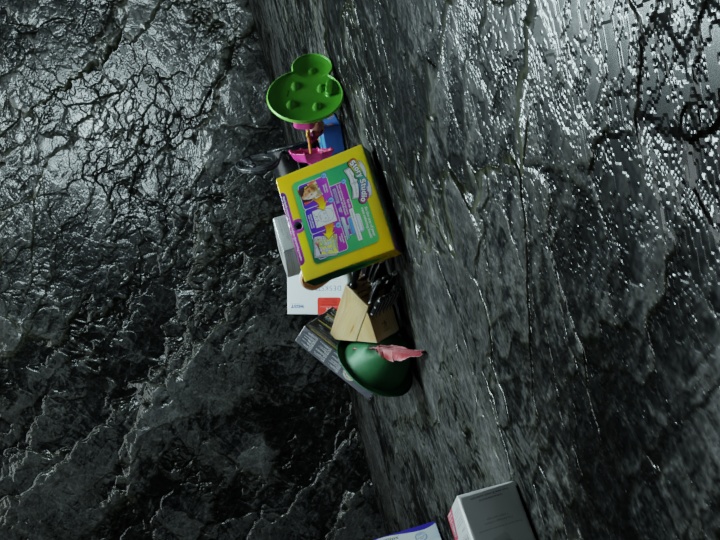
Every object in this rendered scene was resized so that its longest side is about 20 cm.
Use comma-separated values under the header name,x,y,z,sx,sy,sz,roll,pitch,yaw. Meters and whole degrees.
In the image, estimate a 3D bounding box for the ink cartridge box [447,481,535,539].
name,x,y,z,sx,sy,sz,roll,pitch,yaw
ink cartridge box,0.189,0.396,1.038,0.146,0.085,0.201,88,167,-63

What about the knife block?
name,x,y,z,sx,sy,sz,roll,pitch,yaw
knife block,0.000,0.049,1.556,0.200,0.064,0.176,-2,109,52

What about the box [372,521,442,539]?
name,x,y,z,sx,sy,sz,roll,pitch,yaw
box,0.121,0.728,1.894,0.105,0.183,0.201,-116,12,-62

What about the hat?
name,x,y,z,sx,sy,sz,roll,pitch,yaw
hat,0.069,0.136,1.561,0.200,0.165,0.176,46,126,27

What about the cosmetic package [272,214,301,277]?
name,x,y,z,sx,sy,sz,roll,pitch,yaw
cosmetic package,-0.060,-0.067,1.547,0.108,0.199,0.085,91,160,-59

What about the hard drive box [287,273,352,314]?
name,x,y,z,sx,sy,sz,roll,pitch,yaw
hard drive box,-0.087,0.002,1.851,0.077,0.155,0.201,3,-95,-72

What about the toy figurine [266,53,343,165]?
name,x,y,z,sx,sy,sz,roll,pitch,yaw
toy figurine,-0.104,-0.307,1.622,0.184,0.150,0.201,89,-174,-54

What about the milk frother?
name,x,y,z,sx,sy,sz,roll,pitch,yaw
milk frother,-0.170,-0.186,1.806,0.180,0.199,0.189,-149,44,-75

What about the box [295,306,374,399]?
name,x,y,z,sx,sy,sz,roll,pitch,yaw
box,-0.021,0.170,1.681,0.200,0.049,0.161,37,-160,8

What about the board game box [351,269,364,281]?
name,x,y,z,sx,sy,sz,roll,pitch,yaw
board game box,0.000,0.000,1.713,0.200,0.034,0.136,97,178,-74

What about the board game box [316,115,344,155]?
name,x,y,z,sx,sy,sz,roll,pitch,yaw
board game box,-0.067,-0.269,1.808,0.152,0.045,0.200,-115,13,-52

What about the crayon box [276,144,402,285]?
name,x,y,z,sx,sy,sz,roll,pitch,yaw
crayon box,-0.039,-0.096,1.402,0.058,0.172,0.201,29,-137,-72

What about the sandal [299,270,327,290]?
name,x,y,z,sx,sy,sz,roll,pitch,yaw
sandal,-0.026,-0.032,1.459,0.079,0.207,0.059,38,-172,-31
